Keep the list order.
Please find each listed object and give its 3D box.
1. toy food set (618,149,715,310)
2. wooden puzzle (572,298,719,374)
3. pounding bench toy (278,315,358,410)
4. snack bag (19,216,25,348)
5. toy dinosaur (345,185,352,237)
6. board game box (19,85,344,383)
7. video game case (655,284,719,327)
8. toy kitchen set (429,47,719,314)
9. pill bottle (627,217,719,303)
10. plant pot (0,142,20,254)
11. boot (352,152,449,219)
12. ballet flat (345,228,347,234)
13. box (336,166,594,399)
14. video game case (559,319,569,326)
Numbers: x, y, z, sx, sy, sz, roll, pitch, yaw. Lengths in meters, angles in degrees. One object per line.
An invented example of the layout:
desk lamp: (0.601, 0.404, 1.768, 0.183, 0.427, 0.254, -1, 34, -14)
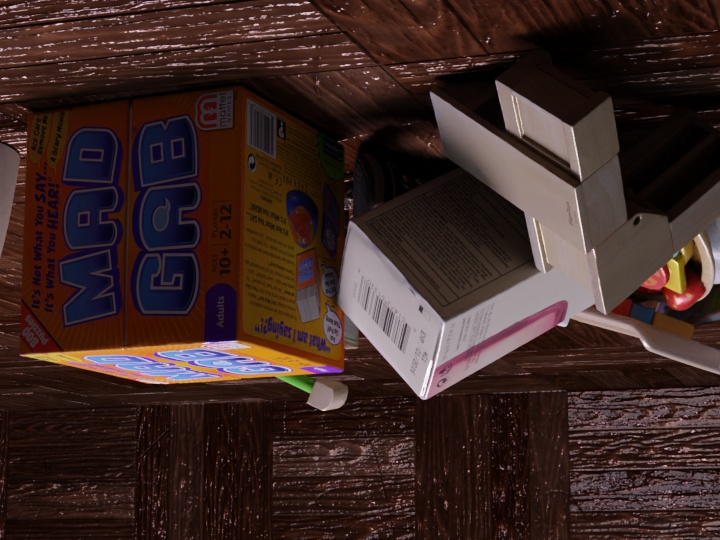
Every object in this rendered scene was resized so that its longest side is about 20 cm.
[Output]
toy food set: (0.221, -0.039, 1.475, 0.199, 0.049, 0.198, 29, 155, 33)
wooden puzzle: (0.233, 0.040, 1.593, 0.199, 0.037, 0.185, 22, -178, 38)
pounding bench toy: (-0.096, 0.056, 1.836, 0.155, 0.202, 0.124, -5, 169, 20)
snack bag: (-0.224, -0.009, 1.492, 0.021, 0.190, 0.200, -6, 169, 34)
toy dinosaur: (-0.060, -0.055, 1.616, 0.101, 0.078, 0.200, 3, -158, -2)
board game box: (-0.141, -0.020, 1.395, 0.199, 0.201, 0.200, -5, 168, 23)
video game case: (0.354, -0.016, 1.614, 0.017, 0.144, 0.200, 26, 163, -14)
toy kitchen set: (0.176, -0.119, 1.286, 0.163, 0.180, 0.201, 37, 157, 38)
pill bottle: (0.299, -0.037, 1.564, 0.112, 0.113, 0.200, 5, 169, -26)
plant pot: (-0.398, -0.006, 1.480, 0.186, 0.202, 0.187, 0, 170, 0)
boot: (0.068, -0.063, 1.527, 0.149, 0.074, 0.200, 1, 174, -1)
ballet flat: (0.000, 0.000, 1.637, 0.068, 0.063, 0.199, -30, -156, -33)
box: (0.097, -0.006, 1.397, 0.199, 0.128, 0.109, -26, 148, -28)
video game case: (0.095, 0.013, 1.769, 0.181, 0.023, 0.200, 16, -179, -28)
